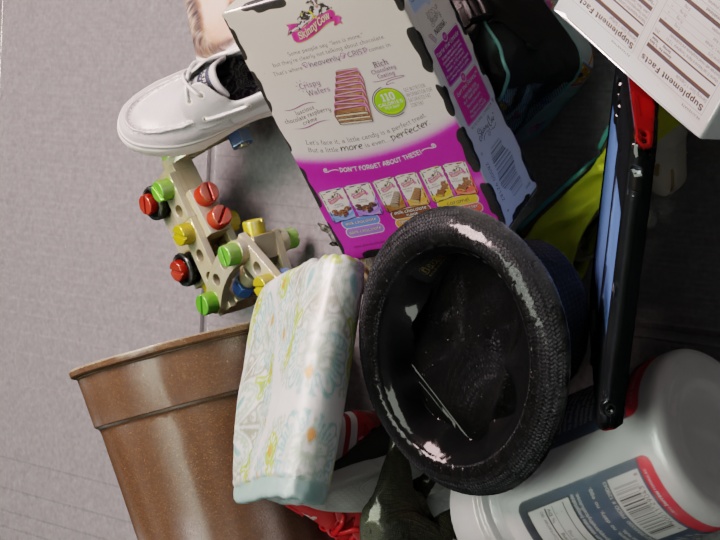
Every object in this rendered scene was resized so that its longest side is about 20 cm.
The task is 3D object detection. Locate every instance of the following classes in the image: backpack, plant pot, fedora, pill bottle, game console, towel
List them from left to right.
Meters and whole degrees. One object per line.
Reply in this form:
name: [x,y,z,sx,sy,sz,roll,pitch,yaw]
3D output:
plant pot: [-0.108,0.150,1.734,0.200,0.200,0.199,-18,85,46]
towel: [-0.049,0.082,1.561,0.200,0.048,0.171,159,119,-74]
backpack: [0.053,-0.144,1.568,0.200,0.153,0.176,-47,66,33]
fedora: [0.089,0.047,1.446,0.200,0.092,0.201,20,118,43]
pill bottle: [0.161,0.139,1.475,0.200,0.119,0.120,-27,71,40]
game console: [0.164,-0.024,1.391,0.031,0.177,0.200,6,116,6]

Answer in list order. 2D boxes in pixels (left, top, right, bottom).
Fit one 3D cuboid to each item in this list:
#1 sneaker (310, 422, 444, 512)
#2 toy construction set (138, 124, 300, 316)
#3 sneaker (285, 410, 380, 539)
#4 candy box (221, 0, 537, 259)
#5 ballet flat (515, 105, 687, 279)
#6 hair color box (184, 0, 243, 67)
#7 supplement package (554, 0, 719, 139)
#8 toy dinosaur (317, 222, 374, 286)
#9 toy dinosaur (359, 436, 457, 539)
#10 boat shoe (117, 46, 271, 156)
sneaker: [0.043,0.104,1.608,0.200,0.071,0.099,-24,60,8]
toy construction set: [-0.112,-0.049,1.792,0.131,0.092,0.200,-39,59,53]
sneaker: [-0.008,0.204,1.662,0.078,0.115,0.200,-32,64,53]
candy box: [0.014,-0.113,1.461,0.136,0.061,0.200,-10,118,34]
ballet flat: [0.183,-0.066,1.507,0.067,0.067,0.200,47,128,11]
hair color box: [-0.058,-0.234,1.755,0.200,0.060,0.100,-26,72,45]
supplement package: [0.254,-0.201,1.352,0.151,0.152,0.200,47,123,36]
toy dinosaur: [0.000,0.000,1.680,0.047,0.088,0.200,-21,75,27]
toy dinosaur: [0.036,0.190,1.549,0.077,0.102,0.200,40,149,35]
boat shoe: [-0.106,-0.143,1.737,0.200,0.069,0.072,-10,67,16]
